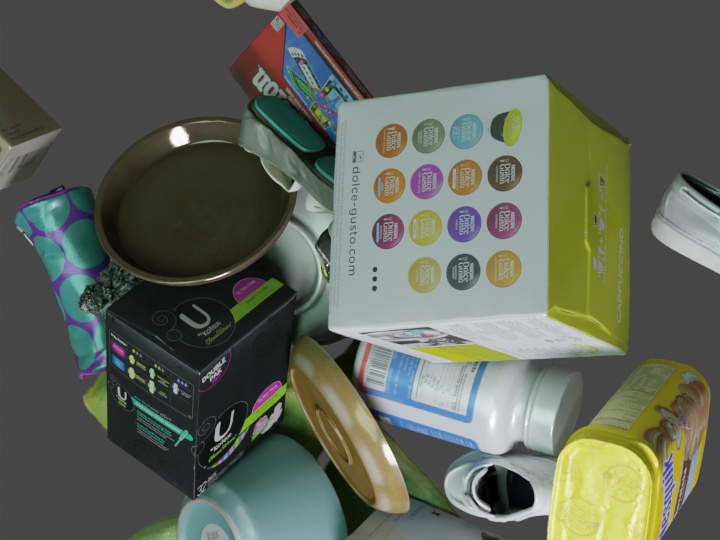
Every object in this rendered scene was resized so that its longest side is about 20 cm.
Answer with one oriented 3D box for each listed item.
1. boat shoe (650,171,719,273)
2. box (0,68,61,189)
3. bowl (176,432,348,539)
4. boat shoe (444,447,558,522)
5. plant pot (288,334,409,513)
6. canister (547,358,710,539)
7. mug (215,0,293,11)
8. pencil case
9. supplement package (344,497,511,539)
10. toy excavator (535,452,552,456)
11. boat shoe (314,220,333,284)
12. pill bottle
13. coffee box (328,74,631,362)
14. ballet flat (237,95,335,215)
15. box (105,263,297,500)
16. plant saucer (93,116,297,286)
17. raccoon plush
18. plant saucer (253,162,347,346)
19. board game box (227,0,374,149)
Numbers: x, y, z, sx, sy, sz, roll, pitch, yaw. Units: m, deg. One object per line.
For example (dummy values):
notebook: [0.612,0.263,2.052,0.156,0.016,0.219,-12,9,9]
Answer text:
boat shoe: [0.349,-0.025,1.405,0.200,0.072,0.069,30,119,25]
box: [-0.424,-0.180,1.731,0.200,0.095,0.078,43,121,6]
bowl: [-0.115,0.275,1.691,0.201,0.105,0.201,15,109,47]
boat shoe: [0.128,0.201,1.558,0.200,0.065,0.074,-18,77,58]
plant pot: [-0.018,0.155,1.603,0.200,0.027,0.200,55,165,22]
canister: [0.241,0.176,1.450,0.087,0.200,0.149,13,114,23]
mug: [-0.096,-0.320,1.504,0.149,0.187,0.153,-43,95,0]
pencil case: [-0.292,0.010,1.737,0.092,0.085,0.200,-18,99,16]
supplement package: [0.086,0.325,1.635,0.200,0.117,0.117,20,116,20]
toy excavator: [0.231,0.281,1.543,0.194,0.100,0.200,11,107,51]
boat shoe: [0.000,0.000,1.509,0.061,0.201,0.072,-35,72,12]
pill bottle: [0.102,0.109,1.552,0.200,0.112,0.112,15,115,22]
coffee box: [0.108,-0.035,1.403,0.198,0.200,0.200,-4,76,28]
ballet flat: [-0.042,-0.090,1.533,0.200,0.067,0.064,42,126,30]
box: [-0.159,0.095,1.622,0.124,0.149,0.200,31,140,22]
plant saucer: [-0.157,-0.064,1.588,0.200,0.200,0.029,17,150,21]
raccoon plush: [-0.230,-0.033,1.657,0.097,0.134,0.200,2,109,27]
plant saucer: [-0.074,-0.012,1.636,0.200,0.050,0.200,10,112,25]
board game box: [-0.036,-0.149,1.569,0.200,0.019,0.103,52,124,10]
